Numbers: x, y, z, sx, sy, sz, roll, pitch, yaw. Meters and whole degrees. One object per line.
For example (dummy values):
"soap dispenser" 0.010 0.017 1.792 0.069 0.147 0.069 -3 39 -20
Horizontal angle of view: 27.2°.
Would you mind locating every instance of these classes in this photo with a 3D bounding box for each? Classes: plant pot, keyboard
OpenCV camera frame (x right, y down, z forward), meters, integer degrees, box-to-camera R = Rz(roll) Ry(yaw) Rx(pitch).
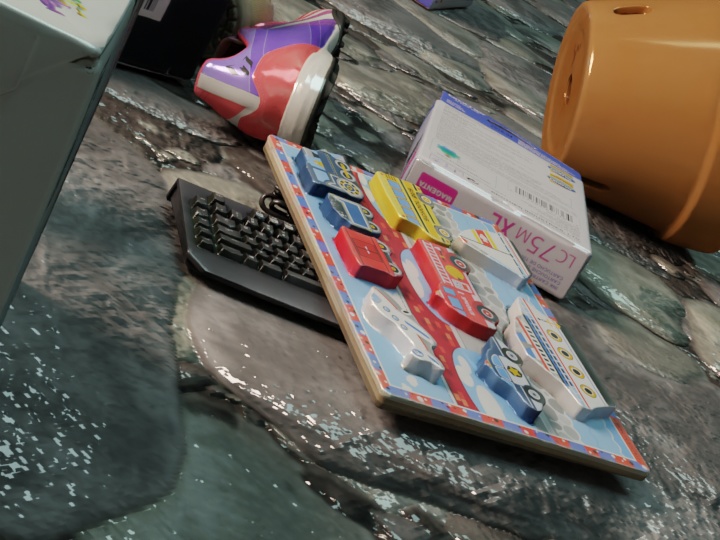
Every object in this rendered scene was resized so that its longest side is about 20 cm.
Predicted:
"plant pot" 0.222 -0.124 1.140 0.139 0.201 0.200 10 21 -4
"keyboard" 0.000 0.000 0.714 0.199 0.021 0.127 23 20 -24

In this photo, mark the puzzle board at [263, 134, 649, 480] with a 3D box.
"puzzle board" 0.042 0.011 0.703 0.150 0.017 0.200 18 29 -30

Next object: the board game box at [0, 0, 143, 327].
"board game box" -0.114 -0.034 0.427 0.064 0.148 0.200 24 19 -11

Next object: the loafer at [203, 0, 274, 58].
"loafer" -0.130 -0.207 0.976 0.200 0.076 0.068 49 23 21

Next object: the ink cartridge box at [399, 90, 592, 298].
"ink cartridge box" 0.087 -0.054 0.956 0.119 0.042 0.200 29 21 -3

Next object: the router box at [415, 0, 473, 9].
"router box" 0.128 -0.383 1.616 0.049 0.201 0.179 34 19 10

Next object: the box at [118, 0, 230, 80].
"box" -0.179 -0.214 0.856 0.148 0.107 0.200 9 28 -46

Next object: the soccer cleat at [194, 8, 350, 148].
"soccer cleat" -0.051 -0.127 0.898 0.073 0.069 0.200 20 21 -5
